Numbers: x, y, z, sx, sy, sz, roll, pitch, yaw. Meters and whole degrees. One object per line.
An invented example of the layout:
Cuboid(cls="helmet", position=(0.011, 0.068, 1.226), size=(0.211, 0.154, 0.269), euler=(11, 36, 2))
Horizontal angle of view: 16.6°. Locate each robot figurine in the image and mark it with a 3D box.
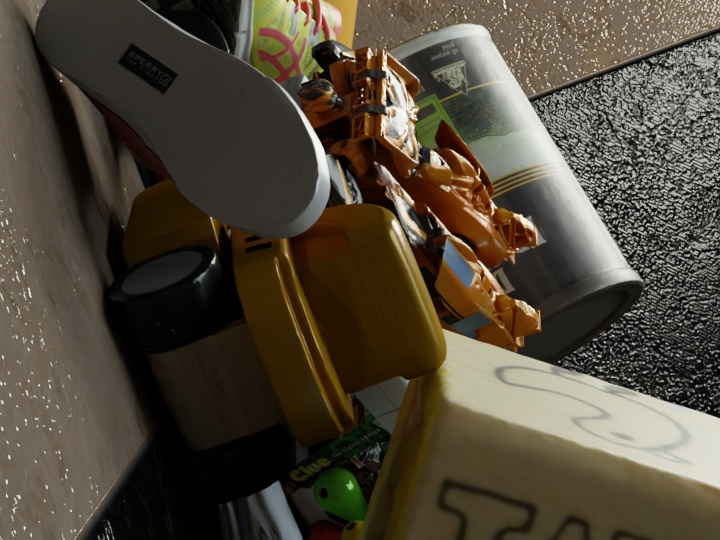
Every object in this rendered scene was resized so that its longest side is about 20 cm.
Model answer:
Cuboid(cls="robot figurine", position=(0.032, -0.045, 1.399), size=(0.200, 0.058, 0.145), euler=(49, 29, -38))

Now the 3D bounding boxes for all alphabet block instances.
Cuboid(cls="alphabet block", position=(0.101, 0.164, 1.267), size=(0.195, 0.199, 0.197), euler=(-98, -154, -81))

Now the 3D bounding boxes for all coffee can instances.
Cuboid(cls="coffee can", position=(0.069, -0.036, 1.592), size=(0.200, 0.146, 0.146), euler=(60, 1, 15))

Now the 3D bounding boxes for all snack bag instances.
Cuboid(cls="snack bag", position=(-0.043, 0.176, 1.351), size=(0.200, 0.021, 0.189), euler=(-103, 173, -59))

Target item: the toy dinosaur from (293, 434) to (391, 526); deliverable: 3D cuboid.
Cuboid(cls="toy dinosaur", position=(0.039, 0.124, 1.519), size=(0.102, 0.199, 0.136), euler=(-89, -169, -48))

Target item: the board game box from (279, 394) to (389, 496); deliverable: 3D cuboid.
Cuboid(cls="board game box", position=(-0.024, 0.032, 1.502), size=(0.023, 0.105, 0.200), euler=(26, 44, -33))

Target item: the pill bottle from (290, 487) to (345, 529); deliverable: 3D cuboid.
Cuboid(cls="pill bottle", position=(0.021, 0.169, 1.688), size=(0.200, 0.104, 0.104), euler=(64, 7, -58))

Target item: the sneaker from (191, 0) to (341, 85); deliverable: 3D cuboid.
Cuboid(cls="sneaker", position=(-0.056, -0.157, 1.527), size=(0.200, 0.090, 0.078), euler=(90, -25, -60))

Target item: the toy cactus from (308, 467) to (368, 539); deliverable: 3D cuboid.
Cuboid(cls="toy cactus", position=(0.048, 0.198, 1.452), size=(0.200, 0.102, 0.165), euler=(30, -12, 5))

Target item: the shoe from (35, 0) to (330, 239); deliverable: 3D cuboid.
Cuboid(cls="shoe", position=(-0.077, -0.072, 1.254), size=(0.200, 0.072, 0.091), euler=(39, -3, 29))

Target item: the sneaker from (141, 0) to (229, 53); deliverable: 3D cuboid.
Cuboid(cls="sneaker", position=(-0.110, -0.112, 1.477), size=(0.200, 0.074, 0.089), euler=(-110, 180, -51))

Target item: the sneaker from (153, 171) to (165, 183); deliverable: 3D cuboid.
Cuboid(cls="sneaker", position=(-0.065, -0.042, 1.511), size=(0.202, 0.108, 0.067), euler=(-106, 175, -50))

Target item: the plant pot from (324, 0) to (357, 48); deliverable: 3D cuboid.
Cuboid(cls="plant pot", position=(-0.079, -0.244, 1.953), size=(0.200, 0.199, 0.184), euler=(-94, 180, -78))

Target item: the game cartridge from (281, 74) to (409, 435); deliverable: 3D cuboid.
Cuboid(cls="game cartridge", position=(0.000, 0.000, 1.409), size=(0.200, 0.041, 0.133), euler=(56, 30, -24))

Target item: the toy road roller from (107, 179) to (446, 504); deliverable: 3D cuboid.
Cuboid(cls="toy road roller", position=(-0.038, 0.019, 1.262), size=(0.200, 0.146, 0.123), euler=(-101, 170, -70))
